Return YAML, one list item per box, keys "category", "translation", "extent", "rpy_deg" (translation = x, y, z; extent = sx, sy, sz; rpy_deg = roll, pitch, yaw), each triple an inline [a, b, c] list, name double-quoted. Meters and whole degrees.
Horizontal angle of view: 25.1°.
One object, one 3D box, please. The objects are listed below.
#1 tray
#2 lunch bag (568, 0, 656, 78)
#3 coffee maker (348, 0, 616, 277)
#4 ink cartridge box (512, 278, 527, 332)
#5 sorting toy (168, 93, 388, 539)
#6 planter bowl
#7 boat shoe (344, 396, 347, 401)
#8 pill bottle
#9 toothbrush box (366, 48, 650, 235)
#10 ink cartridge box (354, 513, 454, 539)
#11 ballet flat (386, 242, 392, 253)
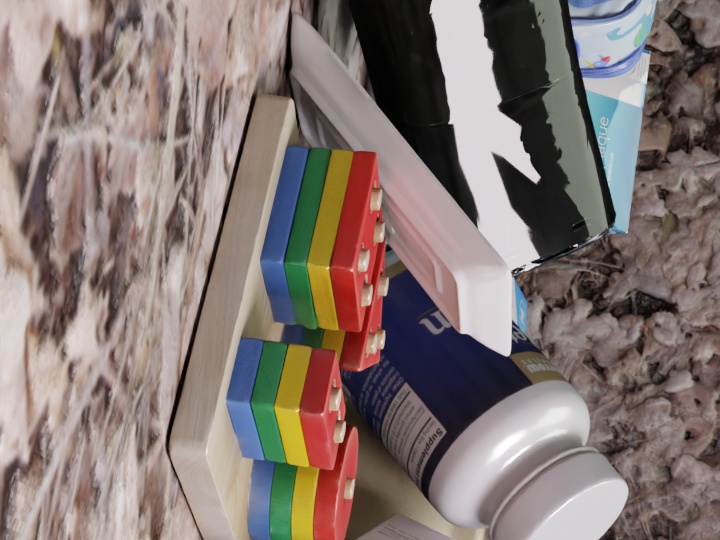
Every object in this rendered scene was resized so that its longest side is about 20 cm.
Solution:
- category: "tray"
  translation: [0.016, -0.043, 0.884]
  extent: [0.200, 0.022, 0.107]
  rpy_deg: [53, -11, 25]
- category: "lunch bag"
  translation: [0.097, -0.206, 1.071]
  extent: [0.082, 0.200, 0.161]
  rpy_deg: [67, 29, -61]
- category: "coffee maker"
  translation: [0.063, -0.096, 0.914]
  extent: [0.192, 0.135, 0.200]
  rpy_deg: [-86, 161, -64]
- category: "ink cartridge box"
  translation: [0.085, 0.099, 1.275]
  extent: [0.116, 0.067, 0.200]
  rpy_deg: [52, 41, -63]
- category: "sorting toy"
  translation: [-0.031, 0.047, 0.854]
  extent: [0.199, 0.070, 0.200]
  rpy_deg: [84, 15, -61]
- category: "planter bowl"
  translation: [0.013, 0.186, 1.070]
  extent: [0.200, 0.135, 0.200]
  rpy_deg: [7, 90, -82]
- category: "boat shoe"
  translation: [0.015, 0.121, 1.275]
  extent: [0.065, 0.072, 0.200]
  rpy_deg: [-65, 155, -54]
- category: "pill bottle"
  translation: [0.068, 0.085, 0.984]
  extent: [0.200, 0.111, 0.111]
  rpy_deg: [49, -22, 31]
- category: "toothbrush box"
  translation: [0.106, -0.115, 1.209]
  extent: [0.085, 0.200, 0.146]
  rpy_deg: [-6, -107, 62]
- category: "ink cartridge box"
  translation: [-0.006, 0.234, 0.881]
  extent: [0.200, 0.084, 0.145]
  rpy_deg: [-18, 127, -63]
- category: "ballet flat"
  translation: [0.000, 0.000, 1.071]
  extent: [0.200, 0.067, 0.070]
  rpy_deg: [91, -4, -52]
